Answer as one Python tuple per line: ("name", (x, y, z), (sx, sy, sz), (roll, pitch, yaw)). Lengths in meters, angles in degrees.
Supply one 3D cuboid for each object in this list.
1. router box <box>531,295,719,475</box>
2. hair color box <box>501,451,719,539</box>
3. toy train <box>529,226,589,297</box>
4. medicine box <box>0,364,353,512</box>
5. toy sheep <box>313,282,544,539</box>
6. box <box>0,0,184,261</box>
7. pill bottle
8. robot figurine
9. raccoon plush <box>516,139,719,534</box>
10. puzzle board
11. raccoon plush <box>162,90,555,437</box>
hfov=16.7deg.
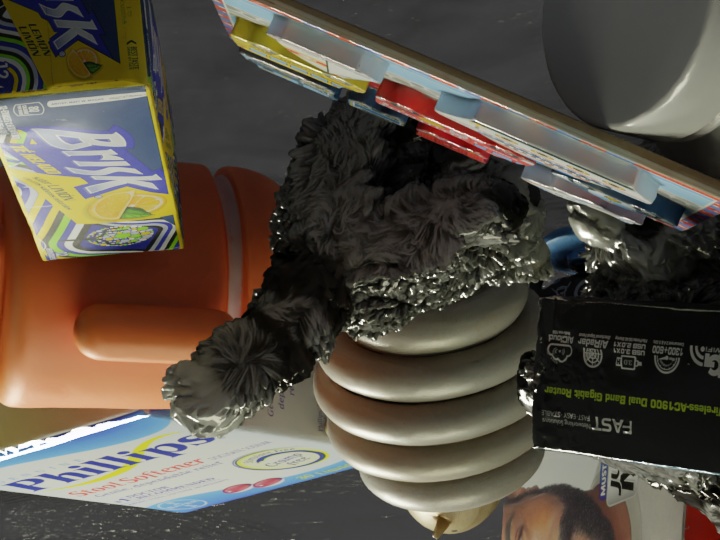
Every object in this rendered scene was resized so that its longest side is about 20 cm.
("router box", (0.186, 0.048, 0.950), (0.199, 0.063, 0.149), (5, 180, -42))
("hair color box", (0.142, 0.116, 1.261), (0.063, 0.112, 0.200), (12, 158, -19))
("toy train", (0.176, 0.019, 1.266), (0.199, 0.087, 0.114), (-17, 144, 37))
("medicine box", (-0.107, 0.059, 1.335), (0.181, 0.104, 0.199), (-18, 160, 40))
("toy sheep", (0.035, 0.044, 1.226), (0.137, 0.201, 0.138), (-9, -153, 5))
("box", (-0.108, -0.066, 0.966), (0.064, 0.071, 0.200), (-6, 164, -2))
("pill bottle", (0.169, -0.082, 0.896), (0.199, 0.121, 0.119), (8, 160, -35))
("robot figurine", (-0.106, 0.005, 1.135), (0.198, 0.118, 0.144), (1, 160, -16))
("raccoon plush", (0.150, 0.030, 1.089), (0.096, 0.135, 0.200), (13, 158, 42))
("puzzle board", (0.037, -0.057, 0.913), (0.199, 0.018, 0.151), (23, 179, 2))
("raccoon plush", (0.000, 0.000, 1.079), (0.199, 0.097, 0.134), (-35, 158, -1))
